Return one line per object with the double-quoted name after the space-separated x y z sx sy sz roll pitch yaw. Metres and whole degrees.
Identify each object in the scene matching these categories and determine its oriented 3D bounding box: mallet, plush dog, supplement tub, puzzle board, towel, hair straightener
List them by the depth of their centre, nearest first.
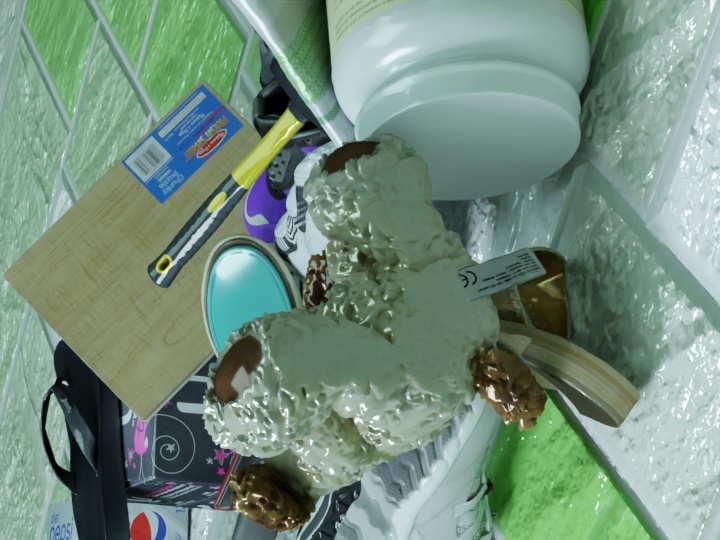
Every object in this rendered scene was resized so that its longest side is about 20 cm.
0.000 0.054 1.182 0.172 0.160 0.201 -42 20 58 "plush dog"
0.052 -0.156 1.247 0.145 0.144 0.201 134 137 -54 "supplement tub"
-0.013 -0.130 1.302 0.031 0.200 0.149 -19 28 28 "towel"
-0.076 -0.070 1.390 0.200 0.041 0.066 -40 77 27 "mallet"
-0.042 0.121 1.435 0.200 0.041 0.077 -60 43 40 "hair straightener"
-0.129 -0.015 1.547 0.151 0.200 0.017 44 175 17 "puzzle board"

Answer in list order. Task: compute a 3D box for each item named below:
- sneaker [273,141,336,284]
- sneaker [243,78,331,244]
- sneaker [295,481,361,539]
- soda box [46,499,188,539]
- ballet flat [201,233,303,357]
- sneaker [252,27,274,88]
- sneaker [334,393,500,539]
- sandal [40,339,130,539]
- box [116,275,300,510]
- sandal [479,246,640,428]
0.000 0.000 1.401 0.200 0.075 0.115 104 145 -69 "sneaker"
-0.037 -0.089 1.449 0.200 0.099 0.070 -41 50 41 "sneaker"
0.007 0.137 1.400 0.083 0.071 0.201 -73 1 -65 "sneaker"
-0.204 0.221 1.830 0.200 0.063 0.069 159 115 -64 "soda box"
-0.062 0.054 1.493 0.069 0.069 0.201 -131 27 -59 "ballet flat"
-0.078 -0.198 1.568 0.200 0.113 0.076 104 160 -48 "sneaker"
0.045 0.124 1.266 0.201 0.082 0.075 -67 33 33 "sneaker"
-0.201 0.128 1.591 0.076 0.043 0.201 121 145 -44 "sandal"
-0.119 0.066 1.614 0.132 0.114 0.201 153 120 -63 "box"
0.098 0.023 1.222 0.070 0.078 0.212 -52 31 -7 "sandal"
